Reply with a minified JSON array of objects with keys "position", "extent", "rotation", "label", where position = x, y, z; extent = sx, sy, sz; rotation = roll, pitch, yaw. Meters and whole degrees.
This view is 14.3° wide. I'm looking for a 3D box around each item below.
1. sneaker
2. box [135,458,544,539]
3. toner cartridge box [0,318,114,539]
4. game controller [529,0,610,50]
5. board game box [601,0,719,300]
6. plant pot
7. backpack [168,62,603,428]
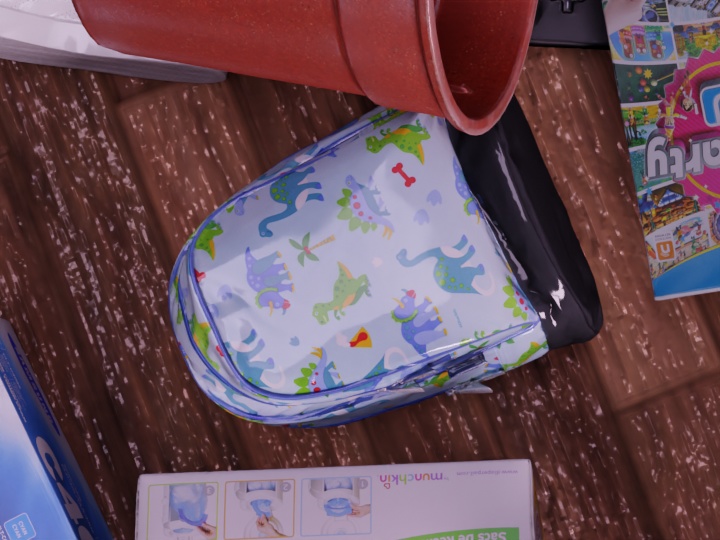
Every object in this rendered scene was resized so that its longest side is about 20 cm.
[{"position":[-0.162,-0.169,1.514],"extent":[0.199,0.074,0.116],"rotation":[8,85,-3],"label":"sneaker"},{"position":[-0.007,0.163,1.435],"extent":[0.199,0.113,0.102],"rotation":[-2,65,5],"label":"box"},{"position":[-0.166,0.121,1.476],"extent":[0.043,0.095,0.201],"rotation":[-27,84,2],"label":"toner cartridge box"},{"position":[0.115,-0.215,1.500],"extent":[0.104,0.042,0.201],"rotation":[2,86,6],"label":"game controller"},{"position":[0.204,-0.096,1.422],"extent":[0.147,0.064,0.201],"rotation":[-10,91,38],"label":"board game box"},{"position":[-0.029,-0.172,1.386],"extent":[0.194,0.201,0.202],"rotation":[5,86,18],"label":"plant pot"},{"position":[0.000,0.000,1.456],"extent":[0.199,0.154,0.164],"rotation":[-21,90,16],"label":"backpack"}]
